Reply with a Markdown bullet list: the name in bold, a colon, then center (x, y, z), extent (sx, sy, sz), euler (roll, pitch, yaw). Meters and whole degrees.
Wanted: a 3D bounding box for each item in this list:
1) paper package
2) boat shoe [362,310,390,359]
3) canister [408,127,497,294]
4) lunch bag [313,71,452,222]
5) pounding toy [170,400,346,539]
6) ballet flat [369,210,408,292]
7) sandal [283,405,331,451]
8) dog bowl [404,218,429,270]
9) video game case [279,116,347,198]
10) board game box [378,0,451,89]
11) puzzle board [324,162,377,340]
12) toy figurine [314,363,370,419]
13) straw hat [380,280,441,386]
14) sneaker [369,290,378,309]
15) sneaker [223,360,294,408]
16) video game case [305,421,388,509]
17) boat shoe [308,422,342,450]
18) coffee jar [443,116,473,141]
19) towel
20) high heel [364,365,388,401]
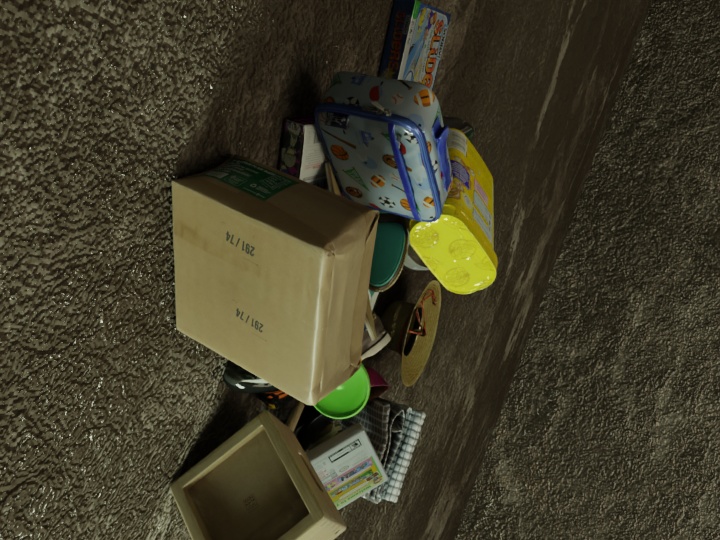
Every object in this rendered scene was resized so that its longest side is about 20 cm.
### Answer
- **paper package**: center (-0.091, 0.004, 0.708), extent (0.103, 0.196, 0.196), euler (-33, 139, -49)
- **boat shoe**: center (-0.033, 0.136, 1.104), extent (0.198, 0.071, 0.061), euler (-34, 99, -34)
- **canister**: center (0.138, -0.091, 0.985), extent (0.149, 0.085, 0.204), euler (47, 36, -31)
- **lunch bag**: center (0.035, -0.145, 0.818), extent (0.077, 0.157, 0.201), euler (-61, 153, -21)
- **pounding toy**: center (-0.123, 0.284, 0.886), extent (0.182, 0.201, 0.143), euler (-36, 149, -4)
- **ballet flat**: center (0.034, -0.059, 0.934), extent (0.066, 0.068, 0.206), euler (83, 13, -67)
- **sandal**: center (-0.100, 0.240, 1.019), extent (0.042, 0.076, 0.202), euler (33, 97, -26)
- **dog bowl**: center (0.095, -0.094, 1.068), extent (0.198, 0.058, 0.207), euler (20, 64, -48)
- **video game case**: center (-0.044, -0.114, 0.909), extent (0.199, 0.035, 0.187), euler (-28, 132, -56)
- **board game box**: center (0.072, -0.289, 1.015), extent (0.134, 0.034, 0.206), euler (-21, 128, -59)
- **puzzle board**: center (-0.015, -0.018, 0.889), extent (0.202, 0.017, 0.154), euler (70, 8, -58)
- **toy figurine**: center (-0.047, 0.076, 0.904), extent (0.149, 0.201, 0.184), euler (-40, 180, 14)
- **straw hat**: center (0.082, 0.108, 1.293), extent (0.201, 0.083, 0.206), euler (-48, 146, -48)
- **sneaker**: center (0.000, 0.000, 1.049), extent (0.093, 0.069, 0.205), euler (-7, 118, -69)
- **sneaker**: center (-0.119, 0.156, 0.929), extent (0.198, 0.069, 0.092), euler (-5, 121, -61)
- **video game case**: center (-0.062, 0.323, 1.025), extent (0.196, 0.022, 0.184), euler (-29, 140, -6)
- **boat shoe**: center (-0.051, 0.296, 1.124), extent (0.070, 0.067, 0.201), euler (-28, 166, -7)
- **coffee jar**: center (0.137, -0.158, 1.194), extent (0.103, 0.084, 0.205), euler (-31, 136, -45)
- **towel**: center (0.016, 0.305, 1.202), extent (0.199, 0.084, 0.170), euler (-4, -117, 67)
- **high heel**: center (-0.036, 0.223, 1.121), extent (0.200, 0.094, 0.069), euler (-47, 149, -40)
